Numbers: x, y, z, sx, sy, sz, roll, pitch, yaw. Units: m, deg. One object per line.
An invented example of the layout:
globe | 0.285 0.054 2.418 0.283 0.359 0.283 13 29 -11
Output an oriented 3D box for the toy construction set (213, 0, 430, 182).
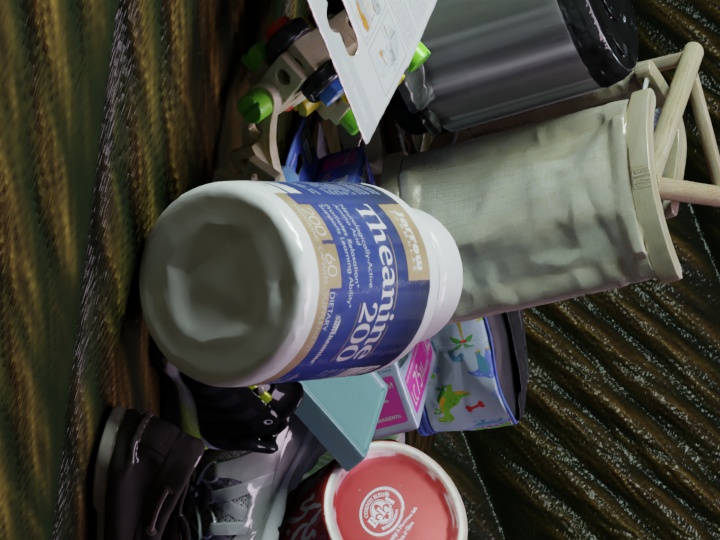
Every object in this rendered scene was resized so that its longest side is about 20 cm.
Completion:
toy construction set | -0.031 -0.107 1.660 0.131 0.092 0.200 -46 -171 46

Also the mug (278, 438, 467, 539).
mug | -0.019 0.181 1.889 0.200 0.133 0.178 137 -39 -54

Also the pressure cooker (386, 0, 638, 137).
pressure cooker | 0.070 -0.182 1.852 0.176 0.200 0.179 17 60 -68

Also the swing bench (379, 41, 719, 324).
swing bench | 0.134 -0.057 1.892 0.200 0.199 0.130 -38 112 -63

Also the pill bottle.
pill bottle | -0.025 0.006 1.542 0.200 0.111 0.111 -3 109 -59

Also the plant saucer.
plant saucer | -0.039 0.046 1.743 0.200 0.019 0.070 50 47 -41

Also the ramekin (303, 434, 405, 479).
ramekin | -0.032 0.195 2.194 0.200 0.097 0.200 15 90 -83

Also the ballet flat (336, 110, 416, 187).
ballet flat | 0.010 -0.072 1.952 0.071 0.069 0.201 -18 97 -63

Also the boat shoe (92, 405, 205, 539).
boat shoe | -0.119 0.149 1.574 0.200 0.057 0.067 95 12 -55

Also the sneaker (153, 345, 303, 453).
sneaker | -0.071 0.053 1.643 0.200 0.083 0.072 91 16 -64

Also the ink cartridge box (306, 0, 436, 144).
ink cartridge box | -0.008 -0.193 1.553 0.160 0.047 0.200 67 34 -38

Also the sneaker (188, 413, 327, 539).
sneaker | -0.090 0.140 1.809 0.075 0.082 0.200 24 -93 57

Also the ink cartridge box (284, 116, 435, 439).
ink cartridge box | 0.000 0.000 1.871 0.119 0.042 0.200 -72 143 -66

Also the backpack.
backpack | 0.056 0.029 2.209 0.183 0.147 0.200 -73 148 -68

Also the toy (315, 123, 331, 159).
toy | -0.036 0.003 1.913 0.200 0.047 0.115 -90 165 -53
